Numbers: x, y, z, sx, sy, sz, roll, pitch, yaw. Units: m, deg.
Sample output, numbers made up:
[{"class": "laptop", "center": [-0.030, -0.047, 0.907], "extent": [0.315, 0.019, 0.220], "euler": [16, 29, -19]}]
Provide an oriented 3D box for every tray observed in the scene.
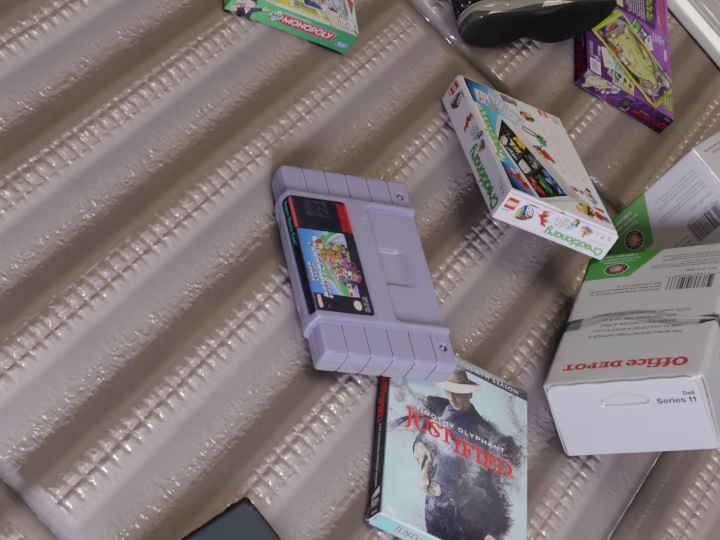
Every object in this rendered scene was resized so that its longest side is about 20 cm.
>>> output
[{"class": "tray", "center": [0.431, -0.268, 2.332], "extent": [0.200, 0.022, 0.107], "euler": [51, 38, 6]}]

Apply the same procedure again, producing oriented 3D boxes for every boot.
[{"class": "boot", "center": [0.159, -0.313, 2.079], "extent": [0.203, 0.074, 0.154], "euler": [-9, 63, -35]}]

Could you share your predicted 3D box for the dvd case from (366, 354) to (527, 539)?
[{"class": "dvd case", "center": [0.075, 0.150, 1.651], "extent": [0.145, 0.022, 0.201], "euler": [28, 40, -21]}]

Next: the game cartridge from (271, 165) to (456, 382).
[{"class": "game cartridge", "center": [0.000, 0.000, 1.687], "extent": [0.129, 0.038, 0.201], "euler": [10, 47, -31]}]

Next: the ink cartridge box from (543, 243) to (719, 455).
[{"class": "ink cartridge box", "center": [0.257, 0.069, 1.776], "extent": [0.200, 0.146, 0.083], "euler": [-61, 138, -49]}]

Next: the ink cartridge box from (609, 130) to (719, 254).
[{"class": "ink cartridge box", "center": [0.349, -0.009, 1.935], "extent": [0.200, 0.146, 0.084], "euler": [52, 38, 7]}]

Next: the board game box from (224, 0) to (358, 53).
[{"class": "board game box", "center": [-0.074, -0.306, 1.909], "extent": [0.134, 0.029, 0.201], "euler": [17, 47, -32]}]

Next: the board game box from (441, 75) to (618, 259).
[{"class": "board game box", "center": [0.157, -0.099, 1.889], "extent": [0.126, 0.035, 0.200], "euler": [21, 29, -26]}]

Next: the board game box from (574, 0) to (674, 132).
[{"class": "board game box", "center": [0.283, -0.250, 2.181], "extent": [0.120, 0.032, 0.201], "euler": [24, 44, -19]}]

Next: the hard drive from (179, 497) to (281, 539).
[{"class": "hard drive", "center": [-0.066, 0.268, 1.413], "extent": [0.200, 0.033, 0.139], "euler": [52, 39, 8]}]
